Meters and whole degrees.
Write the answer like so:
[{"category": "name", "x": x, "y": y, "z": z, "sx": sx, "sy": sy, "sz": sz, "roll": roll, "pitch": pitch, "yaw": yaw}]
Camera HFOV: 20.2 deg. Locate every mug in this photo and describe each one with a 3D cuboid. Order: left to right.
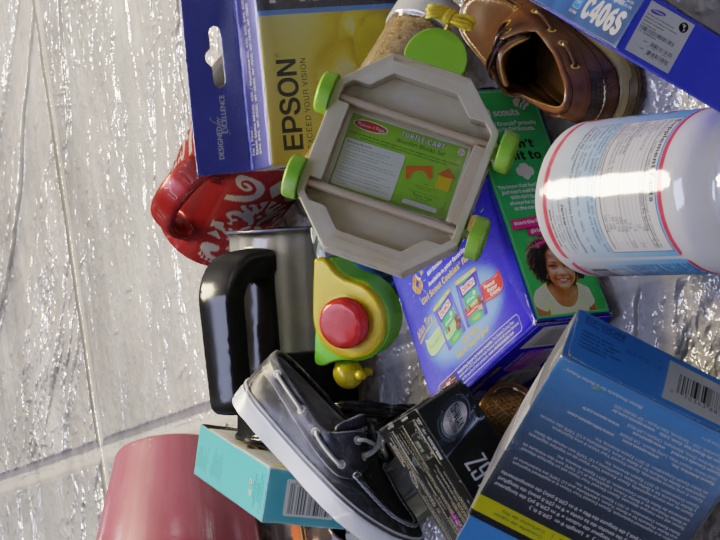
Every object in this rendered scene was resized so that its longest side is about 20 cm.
[{"category": "mug", "x": -0.128, "y": -0.096, "z": 1.848, "sx": 0.200, "sy": 0.177, "sz": 0.134, "roll": -53, "pitch": 50, "yaw": 54}]

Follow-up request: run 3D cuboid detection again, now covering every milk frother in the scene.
[{"category": "milk frother", "x": -0.028, "y": 0.055, "z": 1.760, "sx": 0.199, "sy": 0.180, "sz": 0.189, "roll": -3, "pitch": 93, "yaw": 16}]

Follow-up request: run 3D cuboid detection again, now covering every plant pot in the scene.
[{"category": "plant pot", "x": -0.178, "y": 0.266, "z": 1.977, "sx": 0.200, "sy": 0.199, "sz": 0.180, "roll": -46, "pitch": 40, "yaw": 51}]

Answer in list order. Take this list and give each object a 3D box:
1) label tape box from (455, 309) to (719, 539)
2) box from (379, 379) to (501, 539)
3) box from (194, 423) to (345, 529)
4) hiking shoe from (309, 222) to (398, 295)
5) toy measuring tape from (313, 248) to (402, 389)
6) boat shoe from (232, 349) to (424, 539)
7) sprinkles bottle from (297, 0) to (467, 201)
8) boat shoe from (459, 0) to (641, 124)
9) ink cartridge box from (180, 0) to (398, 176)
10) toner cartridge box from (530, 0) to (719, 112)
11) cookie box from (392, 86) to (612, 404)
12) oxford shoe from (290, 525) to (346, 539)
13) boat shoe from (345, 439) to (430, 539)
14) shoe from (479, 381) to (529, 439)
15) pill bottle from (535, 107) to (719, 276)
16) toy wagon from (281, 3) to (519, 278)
[{"category": "label tape box", "x": 0.166, "y": 0.143, "z": 1.398, "sx": 0.201, "sy": 0.144, "sz": 0.063, "roll": -63, "pitch": 0, "yaw": 35}, {"category": "box", "x": 0.095, "y": 0.185, "z": 1.517, "sx": 0.201, "sy": 0.043, "sz": 0.160, "roll": 58, "pitch": 167, "yaw": 4}, {"category": "box", "x": -0.080, "y": 0.181, "z": 1.795, "sx": 0.200, "sy": 0.082, "sz": 0.049, "roll": -163, "pitch": 82, "yaw": -68}, {"category": "hiking shoe", "x": 0.001, "y": -0.063, "z": 1.717, "sx": 0.087, "sy": 0.074, "sz": 0.201, "roll": -39, "pitch": 58, "yaw": 52}, {"category": "toy measuring tape", "x": 0.000, "y": 0.000, "z": 1.635, "sx": 0.073, "sy": 0.073, "sz": 0.201, "roll": 22, "pitch": 114, "yaw": 56}, {"category": "boat shoe", "x": -0.014, "y": 0.147, "z": 1.638, "sx": 0.200, "sy": 0.072, "sz": 0.068, "roll": 45, "pitch": 107, "yaw": 16}, {"category": "sprinkles bottle", "x": 0.018, "y": -0.130, "z": 1.585, "sx": 0.068, "sy": 0.068, "sz": 0.201, "roll": -28, "pitch": 28, "yaw": 57}, {"category": "boat shoe", "x": 0.127, "y": -0.164, "z": 1.507, "sx": 0.200, "sy": 0.067, "sz": 0.072, "roll": 42, "pitch": 129, "yaw": 49}, {"category": "ink cartridge box", "x": -0.043, "y": -0.184, "z": 1.662, "sx": 0.047, "sy": 0.199, "sz": 0.199, "roll": 169, "pitch": 95, "yaw": -74}, {"category": "toner cartridge box", "x": 0.180, "y": -0.163, "z": 1.336, "sx": 0.043, "sy": 0.095, "sz": 0.200, "roll": -58, "pitch": 22, "yaw": 8}, {"category": "cookie box", "x": 0.096, "y": -0.016, "z": 1.572, "sx": 0.171, "sy": 0.075, "sz": 0.201, "roll": -47, "pitch": 54, "yaw": 53}, {"category": "oxford shoe", "x": -0.012, "y": 0.276, "z": 1.799, "sx": 0.073, "sy": 0.071, "sz": 0.201, "roll": -43, "pitch": 57, "yaw": 48}, {"category": "boat shoe", "x": 0.044, "y": 0.169, "z": 1.685, "sx": 0.201, "sy": 0.070, "sz": 0.072, "roll": -42, "pitch": 72, "yaw": 46}, {"category": "shoe", "x": 0.165, "y": 0.157, "z": 1.512, "sx": 0.070, "sy": 0.053, "sz": 0.200, "roll": -45, "pitch": 53, "yaw": 5}, {"category": "pill bottle", "x": 0.215, "y": -0.052, "z": 1.334, "sx": 0.200, "sy": 0.108, "sz": 0.109, "roll": -1, "pitch": 93, "yaw": 55}, {"category": "toy wagon", "x": 0.038, "y": -0.098, "z": 1.492, "sx": 0.040, "sy": 0.154, "sz": 0.201, "roll": 76, "pitch": -147, "yaw": -76}]
